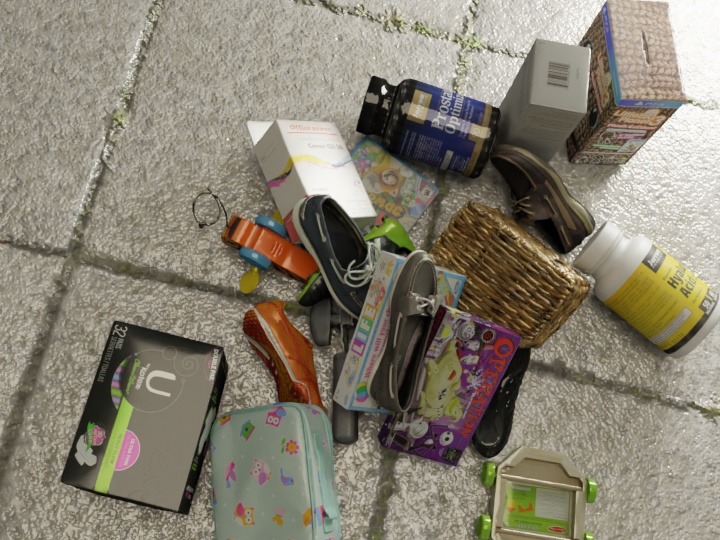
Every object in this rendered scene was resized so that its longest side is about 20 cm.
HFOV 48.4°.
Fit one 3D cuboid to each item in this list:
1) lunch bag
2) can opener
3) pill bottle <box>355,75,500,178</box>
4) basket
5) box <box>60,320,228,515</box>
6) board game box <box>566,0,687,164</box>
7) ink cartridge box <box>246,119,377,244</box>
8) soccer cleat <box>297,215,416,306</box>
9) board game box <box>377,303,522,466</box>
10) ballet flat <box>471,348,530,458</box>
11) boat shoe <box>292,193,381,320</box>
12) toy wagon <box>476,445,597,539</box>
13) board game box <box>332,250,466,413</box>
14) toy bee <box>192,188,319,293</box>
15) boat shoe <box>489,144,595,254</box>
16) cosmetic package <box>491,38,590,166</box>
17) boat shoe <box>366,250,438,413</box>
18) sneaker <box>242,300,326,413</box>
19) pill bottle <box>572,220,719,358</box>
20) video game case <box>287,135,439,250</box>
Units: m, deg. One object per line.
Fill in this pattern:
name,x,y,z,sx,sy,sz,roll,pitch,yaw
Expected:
lunch bag,-0.103,0.269,0.992,0.158,0.077,0.203,-14,73,21
can opener,-0.036,0.133,1.092,0.066,0.053,0.203,-2,72,6
pill bottle,0.098,-0.217,1.188,0.197,0.112,0.113,17,71,-2
basket,0.203,0.015,1.132,0.200,0.149,0.143,40,105,20
box,-0.262,0.188,1.006,0.146,0.125,0.203,13,70,-2
board game box,0.383,-0.274,1.196,0.095,0.200,0.162,0,71,-7
ink cartridge box,-0.071,-0.143,1.123,0.116,0.067,0.202,-7,66,-44
soccer cleat,0.000,0.000,1.098,0.199,0.068,0.081,-36,83,-30
board game box,0.115,0.153,1.041,0.119,0.032,0.202,17,105,-25
ballet flat,0.192,0.162,1.117,0.066,0.057,0.202,15,64,13
boat shoe,-0.010,-0.013,1.027,0.075,0.062,0.201,-41,110,-31
toy wagon,0.231,0.340,1.062,0.153,0.040,0.203,10,72,-3
board game box,0.053,0.086,1.045,0.133,0.034,0.202,14,97,-41
toy bee,-0.146,-0.048,1.118,0.131,0.108,0.201,-43,109,-18
boat shoe,0.260,-0.101,1.169,0.200,0.074,0.074,41,77,-13
cosmetic package,0.258,-0.233,1.166,0.084,0.200,0.109,9,73,-2
boat shoe,0.064,0.079,0.989,0.066,0.057,0.203,8,101,-42
sneaker,-0.084,0.130,1.076,0.077,0.073,0.202,-21,84,-40
pill bottle,0.408,0.023,1.149,0.199,0.111,0.112,39,72,6
video game case,0.006,-0.087,1.184,0.143,0.018,0.201,37,72,5
